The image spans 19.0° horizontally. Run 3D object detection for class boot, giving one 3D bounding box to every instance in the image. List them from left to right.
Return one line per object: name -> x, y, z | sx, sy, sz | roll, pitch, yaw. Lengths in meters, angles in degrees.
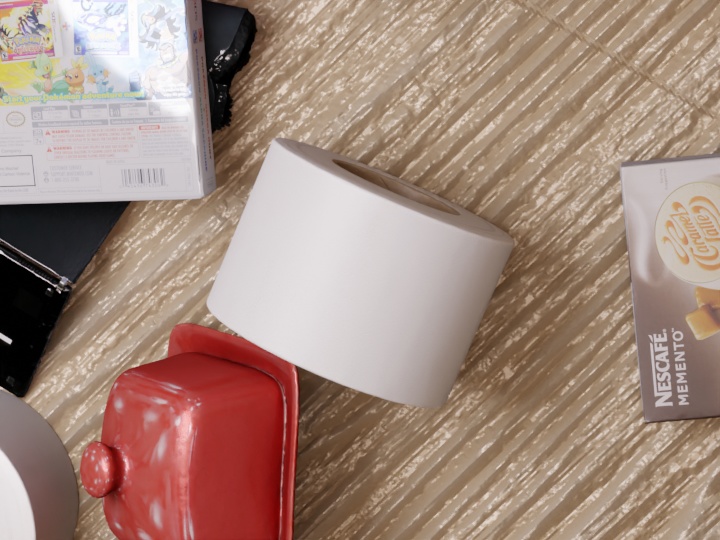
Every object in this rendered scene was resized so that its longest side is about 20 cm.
boot -> -0.161, -0.220, 1.716 | 0.167, 0.076, 0.201 | 14, 100, 8

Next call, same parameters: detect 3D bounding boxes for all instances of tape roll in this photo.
tape roll -> -0.342, 0.198, 1.744 | 0.202, 0.139, 0.204 | 1, 94, 7
tape roll -> 0.000, 0.000, 1.646 | 0.202, 0.203, 0.140 | 24, 98, 4

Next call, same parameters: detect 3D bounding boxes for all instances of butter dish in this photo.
butter dish -> -0.148, 0.151, 1.674 | 0.147, 0.199, 0.201 | -1, 98, -36

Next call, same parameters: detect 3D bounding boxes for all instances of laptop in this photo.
laptop -> -0.301, -0.031, 1.784 | 0.177, 0.103, 0.200 | 31, 123, 4

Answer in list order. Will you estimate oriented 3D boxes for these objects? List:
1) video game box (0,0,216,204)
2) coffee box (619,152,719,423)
video game box -> -0.218, -0.146, 1.681 | 0.199, 0.047, 0.183 | -1, 103, 14
coffee box -> 0.267, 0.011, 1.681 | 0.114, 0.080, 0.201 | -4, 94, 8
